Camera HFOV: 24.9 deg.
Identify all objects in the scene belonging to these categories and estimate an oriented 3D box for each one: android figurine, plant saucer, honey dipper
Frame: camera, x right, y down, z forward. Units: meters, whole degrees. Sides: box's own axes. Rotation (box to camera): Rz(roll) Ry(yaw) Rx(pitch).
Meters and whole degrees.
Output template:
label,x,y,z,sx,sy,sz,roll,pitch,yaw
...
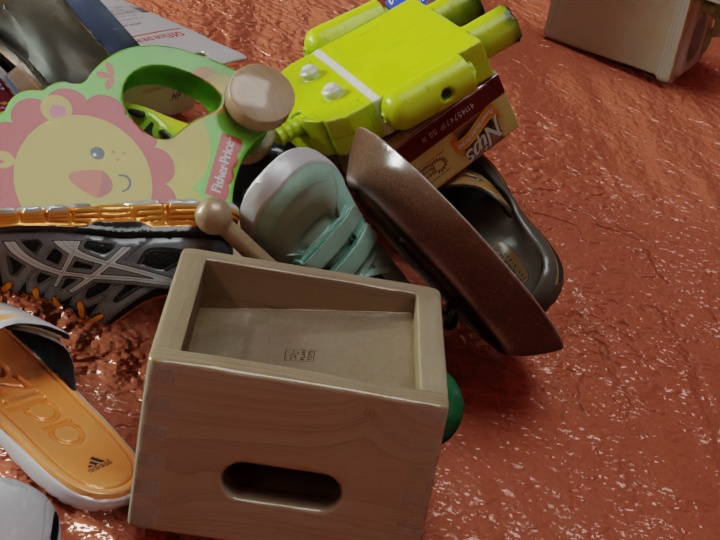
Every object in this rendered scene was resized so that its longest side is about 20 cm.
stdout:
label,x,y,z,sx,sy,sz,roll,pitch,yaw
android figurine,0.015,-0.149,1.210,0.200,0.041,0.182,-28,33,-8
plant saucer,0.055,-0.011,1.084,0.200,0.034,0.200,46,-3,3
honey dipper,-0.028,0.028,0.996,0.200,0.038,0.038,43,23,-20

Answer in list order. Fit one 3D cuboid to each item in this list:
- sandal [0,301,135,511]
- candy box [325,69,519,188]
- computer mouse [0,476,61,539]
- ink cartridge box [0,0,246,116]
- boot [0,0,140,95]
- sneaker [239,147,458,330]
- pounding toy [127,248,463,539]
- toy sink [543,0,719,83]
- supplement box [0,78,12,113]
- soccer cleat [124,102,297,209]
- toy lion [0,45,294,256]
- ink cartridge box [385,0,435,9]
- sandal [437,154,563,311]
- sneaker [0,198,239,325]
label,x,y,z,sx,sy,sz,roll,pitch,yaw
sandal,-0.193,0.058,0.942,0.207,0.059,0.079,33,34,28
candy box,0.016,-0.124,1.261,0.115,0.055,0.200,-37,34,-16
computer mouse,-0.194,0.155,0.794,0.109,0.044,0.200,12,30,-6
ink cartridge box,-0.205,-0.170,1.302,0.200,0.068,0.116,26,26,22
boot,-0.237,-0.186,1.224,0.097,0.075,0.200,-35,63,-5
sneaker,0.000,0.000,1.036,0.118,0.074,0.200,40,-7,27
pounding toy,-0.020,0.100,0.909,0.200,0.142,0.184,9,22,-3
toy sink,0.313,-0.273,1.703,0.200,0.112,0.130,21,29,19
supplement box,-0.295,-0.092,1.148,0.109,0.061,0.200,-4,36,-32
soccer cleat,-0.124,-0.080,1.231,0.200,0.065,0.084,13,0,3
toy lion,-0.158,-0.069,1.086,0.191,0.069,0.200,20,59,-11
ink cartridge box,0.082,-0.330,1.595,0.044,0.200,0.094,3,32,-23
sandal,0.075,-0.037,1.214,0.055,0.082,0.200,19,28,-45
sneaker,-0.171,-0.003,0.988,0.200,0.077,0.078,-2,4,-8
